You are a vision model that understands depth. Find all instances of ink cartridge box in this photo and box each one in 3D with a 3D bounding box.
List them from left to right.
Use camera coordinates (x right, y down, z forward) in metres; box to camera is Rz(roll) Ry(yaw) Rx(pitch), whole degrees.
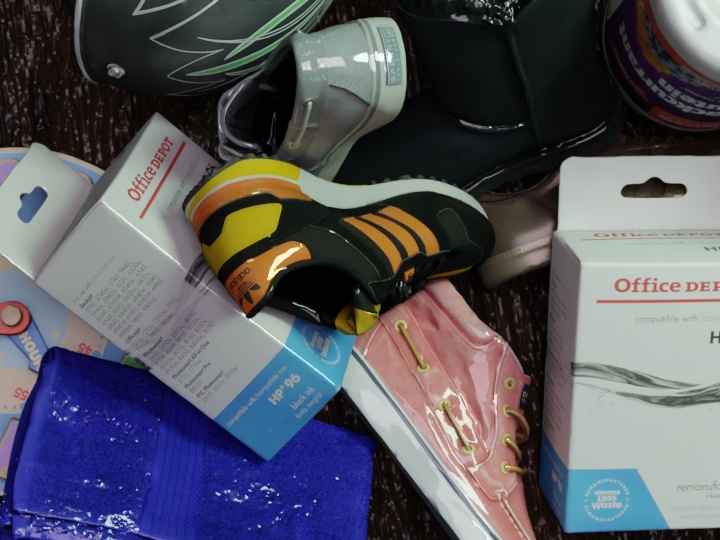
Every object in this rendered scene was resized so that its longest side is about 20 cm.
[{"bbox_3d":[-0.097,-0.006,0.921,0.200,0.116,0.068,38,117,-12],"label":"ink cartridge box"},{"bbox_3d":[0.166,0.041,0.953,0.115,0.067,0.201,-1,108,-6],"label":"ink cartridge box"}]

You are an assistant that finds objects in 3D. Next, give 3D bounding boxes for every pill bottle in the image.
[{"bbox_3d":[0.196,-0.139,0.948,0.111,0.200,0.112,0,85,-2],"label":"pill bottle"}]

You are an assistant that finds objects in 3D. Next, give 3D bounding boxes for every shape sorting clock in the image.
[{"bbox_3d":[-0.196,0.027,0.968,0.199,0.039,0.201,1,83,-6],"label":"shape sorting clock"}]

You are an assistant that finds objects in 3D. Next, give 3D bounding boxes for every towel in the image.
[{"bbox_3d":[-0.087,0.117,0.907,0.199,0.050,0.148,17,46,-12],"label":"towel"}]

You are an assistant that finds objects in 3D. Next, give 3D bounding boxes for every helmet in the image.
[{"bbox_3d":[-0.094,-0.195,0.933,0.200,0.200,0.191,-36,71,-9],"label":"helmet"}]

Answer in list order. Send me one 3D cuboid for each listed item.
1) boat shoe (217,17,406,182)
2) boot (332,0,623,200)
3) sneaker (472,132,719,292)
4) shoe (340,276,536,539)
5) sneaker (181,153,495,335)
[{"bbox_3d":[-0.041,-0.085,0.910,0.071,0.201,0.070,-3,78,-21],"label":"boat shoe"},{"bbox_3d":[0.041,-0.106,0.930,0.199,0.168,0.077,-20,55,7],"label":"boot"},{"bbox_3d":[0.152,-0.056,1.002,0.199,0.070,0.076,-21,80,-10],"label":"sneaker"},{"bbox_3d":[0.072,0.102,0.971,0.091,0.071,0.200,-37,84,-6],"label":"shoe"},{"bbox_3d":[0.000,0.000,0.903,0.199,0.070,0.090,7,50,-41],"label":"sneaker"}]
